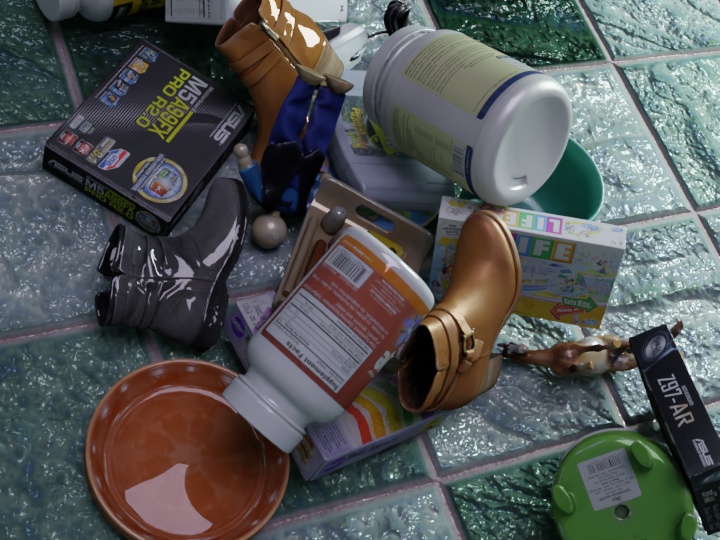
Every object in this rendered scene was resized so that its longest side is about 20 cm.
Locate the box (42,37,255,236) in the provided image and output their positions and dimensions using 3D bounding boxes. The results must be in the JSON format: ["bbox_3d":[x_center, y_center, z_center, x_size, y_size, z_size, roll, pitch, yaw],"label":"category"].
[{"bbox_3d":[-0.233,-0.150,1.331,0.159,0.044,0.201,31,54,2],"label":"box"}]

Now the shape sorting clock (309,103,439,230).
[{"bbox_3d":[0.014,-0.129,1.409,0.198,0.039,0.202,9,57,-14],"label":"shape sorting clock"}]

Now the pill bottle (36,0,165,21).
[{"bbox_3d":[-0.282,-0.359,1.402,0.199,0.113,0.113,-23,69,-29],"label":"pill bottle"}]

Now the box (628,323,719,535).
[{"bbox_3d":[0.341,0.169,1.241,0.043,0.200,0.161,-23,55,8],"label":"box"}]

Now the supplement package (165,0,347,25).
[{"bbox_3d":[-0.119,-0.368,1.389,0.110,0.157,0.199,12,18,39],"label":"supplement package"}]

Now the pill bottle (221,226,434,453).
[{"bbox_3d":[-0.033,0.067,1.107,0.112,0.112,0.200,40,85,8],"label":"pill bottle"}]

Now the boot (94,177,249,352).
[{"bbox_3d":[-0.193,-0.025,1.220,0.131,0.070,0.202,21,61,-25],"label":"boot"}]

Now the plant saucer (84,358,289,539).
[{"bbox_3d":[-0.168,0.182,1.155,0.198,0.032,0.202,10,56,-15],"label":"plant saucer"}]

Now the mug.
[{"bbox_3d":[0.178,-0.081,1.392,0.183,0.115,0.153,7,58,-14],"label":"mug"}]

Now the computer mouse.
[{"bbox_3d":[-0.022,-0.261,1.452,0.199,0.110,0.044,-23,62,-21],"label":"computer mouse"}]

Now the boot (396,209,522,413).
[{"bbox_3d":[0.091,0.042,1.192,0.076,0.202,0.155,15,12,32],"label":"boot"}]

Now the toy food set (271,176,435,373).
[{"bbox_3d":[0.000,0.000,1.245,0.143,0.061,0.201,28,45,-10],"label":"toy food set"}]

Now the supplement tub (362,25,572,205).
[{"bbox_3d":[0.112,-0.173,1.286,0.144,0.146,0.200,-29,46,-31],"label":"supplement tub"}]

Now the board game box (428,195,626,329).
[{"bbox_3d":[0.178,-0.007,1.301,0.198,0.135,0.034,10,48,5],"label":"board game box"}]

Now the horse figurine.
[{"bbox_3d":[0.269,0.091,1.327,0.198,0.132,0.050,-5,86,-30],"label":"horse figurine"}]

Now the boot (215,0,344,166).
[{"bbox_3d":[-0.110,-0.202,1.325,0.155,0.073,0.201,40,67,-46],"label":"boot"}]

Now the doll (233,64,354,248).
[{"bbox_3d":[-0.078,-0.120,1.299,0.136,0.202,0.048,9,16,-39],"label":"doll"}]

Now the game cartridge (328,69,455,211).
[{"bbox_3d":[0.026,-0.156,1.386,0.132,0.041,0.201,-2,54,-18],"label":"game cartridge"}]

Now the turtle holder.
[{"bbox_3d":[0.278,0.245,1.207,0.185,0.132,0.141,40,99,6],"label":"turtle holder"}]

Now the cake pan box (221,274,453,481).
[{"bbox_3d":[-0.024,0.097,1.231,0.183,0.052,0.201,-13,63,-40],"label":"cake pan box"}]
